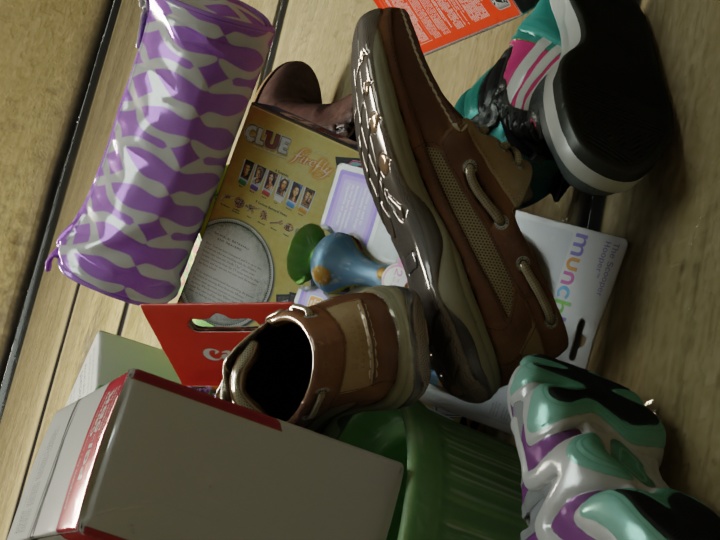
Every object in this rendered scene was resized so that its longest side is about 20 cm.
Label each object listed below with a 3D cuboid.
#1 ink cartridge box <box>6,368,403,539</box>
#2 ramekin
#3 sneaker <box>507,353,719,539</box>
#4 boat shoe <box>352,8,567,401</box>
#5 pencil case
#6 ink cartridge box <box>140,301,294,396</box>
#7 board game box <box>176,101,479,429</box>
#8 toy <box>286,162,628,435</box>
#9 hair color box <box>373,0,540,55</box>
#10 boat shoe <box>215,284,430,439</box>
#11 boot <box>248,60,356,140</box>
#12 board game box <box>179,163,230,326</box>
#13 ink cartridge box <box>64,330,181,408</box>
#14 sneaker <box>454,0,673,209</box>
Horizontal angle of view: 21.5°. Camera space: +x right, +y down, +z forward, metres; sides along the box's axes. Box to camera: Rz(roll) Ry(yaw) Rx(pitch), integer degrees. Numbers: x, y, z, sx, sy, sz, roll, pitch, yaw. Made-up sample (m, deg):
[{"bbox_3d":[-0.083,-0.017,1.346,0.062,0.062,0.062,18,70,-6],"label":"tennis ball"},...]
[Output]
[{"bbox_3d":[-0.085,0.120,0.955,0.200,0.146,0.083,-26,45,68],"label":"ink cartridge box"},{"bbox_3d":[0.026,0.169,0.979,0.200,0.097,0.201,-161,90,-74],"label":"ramekin"},{"bbox_3d":[0.088,0.132,0.852,0.200,0.077,0.141,-109,42,-66],"label":"sneaker"},{"bbox_3d":[0.049,-0.038,0.954,0.076,0.071,0.201,164,88,-80],"label":"boat shoe"},{"bbox_3d":[-0.120,-0.079,1.140,0.084,0.085,0.201,-118,46,-71],"label":"pencil case"},{"bbox_3d":[-0.057,0.108,1.105,0.108,0.201,0.051,-1,41,27],"label":"ink cartridge box"},{"bbox_3d":[0.000,0.000,1.116,0.035,0.199,0.136,1,-67,-65],"label":"board game box"},{"bbox_3d":[0.036,0.012,1.027,0.199,0.047,0.116,17,89,40],"label":"toy"},{"bbox_3d":[0.085,-0.193,1.177,0.101,0.061,0.200,-36,10,-16],"label":"hair color box"},{"bbox_3d":[-0.038,0.052,0.965,0.200,0.071,0.076,-36,63,58],"label":"boat shoe"},{"bbox_3d":[-0.032,-0.118,1.588,0.166,0.072,0.201,-31,40,48],"label":"boot"},{"bbox_3d":[-0.074,0.041,1.228,0.102,0.047,0.201,139,114,-69],"label":"board game box"},{"bbox_3d":[-0.174,0.167,1.273,0.146,0.087,0.201,-98,29,-58],"label":"ink cartridge box"},{"bbox_3d":[0.100,-0.073,1.024,0.121,0.083,0.201,-55,14,31],"label":"sneaker"}]
